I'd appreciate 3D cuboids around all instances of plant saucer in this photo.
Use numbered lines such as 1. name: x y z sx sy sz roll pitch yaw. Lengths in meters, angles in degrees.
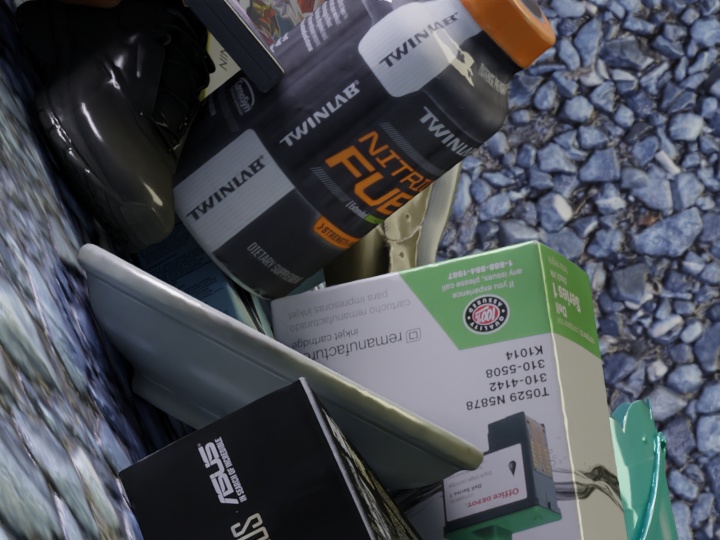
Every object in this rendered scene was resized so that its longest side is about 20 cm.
1. plant saucer: -0.044 0.055 1.158 0.199 0.050 0.200 28 -2 1

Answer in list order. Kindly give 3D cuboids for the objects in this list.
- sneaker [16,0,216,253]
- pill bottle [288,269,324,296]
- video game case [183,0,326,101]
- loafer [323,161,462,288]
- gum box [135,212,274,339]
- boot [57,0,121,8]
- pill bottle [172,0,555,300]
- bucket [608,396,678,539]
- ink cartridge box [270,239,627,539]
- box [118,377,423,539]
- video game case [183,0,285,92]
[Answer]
1. sneaker: -0.113 -0.089 1.302 0.200 0.090 0.076 -111 175 -47
2. pill bottle: -0.078 -0.083 1.559 0.201 0.113 0.113 63 4 9
3. video game case: -0.028 -0.092 1.502 0.200 0.025 0.181 39 35 -34
4. loafer: 0.000 0.000 1.409 0.069 0.075 0.201 27 52 -21
5. gum box: -0.061 0.049 1.390 0.170 0.044 0.200 59 6 -44
6. boot: -0.167 -0.174 1.265 0.155 0.077 0.200 52 -4 -36
7. pill bottle: 0.001 -0.083 1.327 0.106 0.200 0.106 48 14 -16
8. bucket: 0.096 0.169 1.571 0.207 0.206 0.135 27 44 -84
9. ink cartridge box: 0.046 0.104 1.268 0.084 0.145 0.201 31 48 -65
10. box: -0.002 0.164 1.063 0.164 0.086 0.200 65 4 30
11. video game case: -0.099 -0.166 1.320 0.143 0.019 0.200 50 2 -18
